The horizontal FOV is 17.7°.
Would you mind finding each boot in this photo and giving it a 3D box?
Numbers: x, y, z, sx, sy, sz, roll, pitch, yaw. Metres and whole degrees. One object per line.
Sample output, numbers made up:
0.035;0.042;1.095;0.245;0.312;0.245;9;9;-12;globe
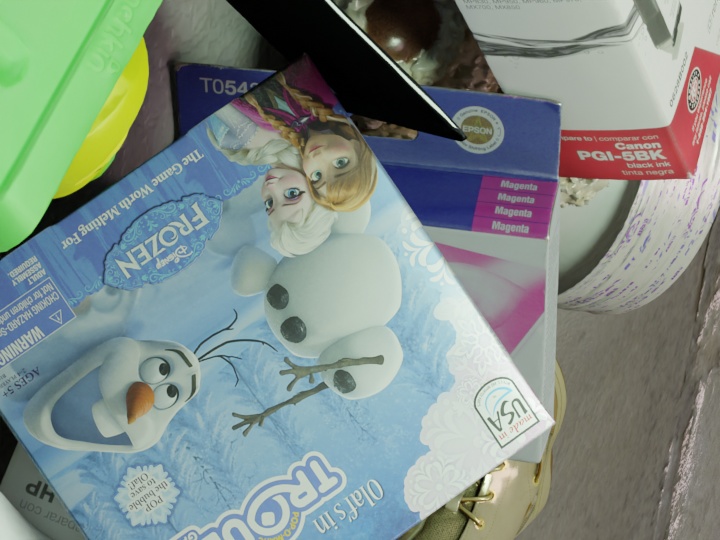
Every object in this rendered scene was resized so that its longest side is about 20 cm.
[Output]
0.069;0.139;1.514;0.156;0.072;0.201;-51;153;-39;boot

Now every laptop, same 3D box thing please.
-0.019;-0.166;0.977;0.103;0.177;0.202;4;96;-19;laptop

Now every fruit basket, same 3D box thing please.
-0.132;-0.091;0.911;0.215;0.155;0.217;-12;106;-48;fruit basket

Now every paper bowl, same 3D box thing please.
0.118;-0.079;1.342;0.104;0.200;0.202;9;101;-31;paper bowl

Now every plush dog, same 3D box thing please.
0.013;-0.069;1.234;0.199;0.160;0.172;26;99;-36;plush dog

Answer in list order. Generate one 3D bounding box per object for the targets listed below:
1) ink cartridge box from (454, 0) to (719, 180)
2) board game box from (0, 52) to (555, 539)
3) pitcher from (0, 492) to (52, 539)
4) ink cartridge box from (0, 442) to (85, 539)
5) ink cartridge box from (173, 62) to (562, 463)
0.112;-0.157;1.096;0.200;0.082;0.148;55;45;-51;ink cartridge box
-0.051;0.043;1.017;0.199;0.200;0.043;-35;-176;-6;board game box
-0.191;0.192;0.943;0.200;0.121;0.172;-52;180;-5;pitcher
-0.078;0.076;1.081;0.084;0.144;0.201;122;-9;-86;ink cartridge box
0.000;0.000;1.150;0.043;0.195;0.201;-70;162;-51;ink cartridge box
